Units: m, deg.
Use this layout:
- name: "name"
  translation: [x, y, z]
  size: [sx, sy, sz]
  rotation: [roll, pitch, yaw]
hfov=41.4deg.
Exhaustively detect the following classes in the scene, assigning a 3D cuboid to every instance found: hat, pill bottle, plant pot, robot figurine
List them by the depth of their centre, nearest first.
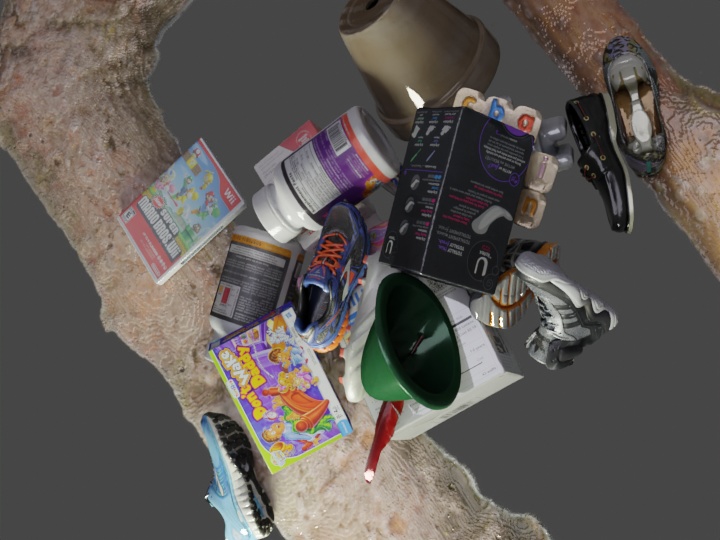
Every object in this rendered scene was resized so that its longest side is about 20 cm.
- name: "hat"
  translation: [0.015, 0.128, 1.201]
  size: [0.174, 0.164, 0.204]
  rotation: [-29, 49, 34]
- name: "plant pot"
  translation: [0.066, -0.309, 1.312]
  size: [0.198, 0.173, 0.203]
  rotation: [-28, 40, 27]
- name: "robot figurine"
  translation: [0.193, -0.153, 1.315]
  size: [0.196, 0.113, 0.173]
  rotation: [-13, 105, 18]
- name: "pill bottle"
  translation: [-0.052, -0.127, 1.330]
  size: [0.198, 0.111, 0.113]
  rotation: [-34, 72, 17]
- name: "pill bottle"
  translation: [-0.160, 0.044, 1.417]
  size: [0.114, 0.116, 0.204]
  rotation: [16, 87, 22]

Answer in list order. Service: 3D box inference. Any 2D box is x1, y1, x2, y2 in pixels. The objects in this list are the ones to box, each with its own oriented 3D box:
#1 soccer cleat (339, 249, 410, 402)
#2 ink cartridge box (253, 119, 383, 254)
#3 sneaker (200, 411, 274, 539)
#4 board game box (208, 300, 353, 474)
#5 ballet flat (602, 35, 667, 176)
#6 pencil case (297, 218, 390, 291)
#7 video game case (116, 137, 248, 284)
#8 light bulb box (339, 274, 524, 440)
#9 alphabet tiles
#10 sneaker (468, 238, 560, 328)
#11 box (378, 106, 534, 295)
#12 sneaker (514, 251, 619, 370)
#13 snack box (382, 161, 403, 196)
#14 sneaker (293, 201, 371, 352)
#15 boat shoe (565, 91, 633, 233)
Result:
- name: "soccer cleat"
  translation: [0.024, 0.074, 1.237]
  size: [0.076, 0.069, 0.205]
  rotation: [11, 85, 16]
- name: "ink cartridge box"
  translation: [-0.058, -0.106, 1.427]
  size: [0.116, 0.067, 0.202]
  rotation: [-37, 72, 12]
- name: "sneaker"
  translation: [-0.204, 0.309, 1.414]
  size: [0.089, 0.078, 0.203]
  rotation: [-27, 73, 18]
- name: "board game box"
  translation: [-0.112, 0.166, 1.355]
  size: [0.132, 0.045, 0.203]
  rotation: [-27, 101, -1]
- name: "ballet flat"
  translation: [0.371, -0.232, 1.285]
  size: [0.071, 0.072, 0.205]
  rotation: [-14, 77, 18]
- name: "pencil case"
  translation: [0.000, 0.000, 1.377]
  size: [0.198, 0.087, 0.089]
  rotation: [-31, 72, 10]
- name: "video game case"
  translation: [-0.290, -0.096, 1.541]
  size: [0.199, 0.017, 0.144]
  rotation: [-40, 70, 10]
- name: "light bulb box"
  translation: [0.088, 0.098, 1.310]
  size: [0.196, 0.124, 0.203]
  rotation: [-30, 72, 15]
- name: "alphabet tiles"
  translation: [0.156, -0.131, 1.262]
  size: [0.196, 0.015, 0.200]
  rotation: [20, 104, 13]
- name: "sneaker"
  translation: [0.193, 0.013, 1.266]
  size: [0.076, 0.199, 0.080]
  rotation: [20, 122, 31]
- name: "box"
  translation: [0.117, -0.086, 1.173]
  size: [0.105, 0.120, 0.204]
  rotation: [14, 89, 60]
- name: "sneaker"
  translation: [0.245, 0.060, 1.226]
  size: [0.115, 0.198, 0.076]
  rotation: [-53, 38, 9]
- name: "snack box"
  translation: [0.051, -0.134, 1.387]
  size: [0.199, 0.072, 0.024]
  rotation: [38, 75, 22]
- name: "sneaker"
  translation: [-0.040, 0.007, 1.266]
  size: [0.074, 0.078, 0.205]
  rotation: [9, 85, 25]
- name: "boat shoe"
  translation: [0.322, -0.142, 1.281]
  size: [0.062, 0.074, 0.206]
  rotation: [-9, 71, 0]
